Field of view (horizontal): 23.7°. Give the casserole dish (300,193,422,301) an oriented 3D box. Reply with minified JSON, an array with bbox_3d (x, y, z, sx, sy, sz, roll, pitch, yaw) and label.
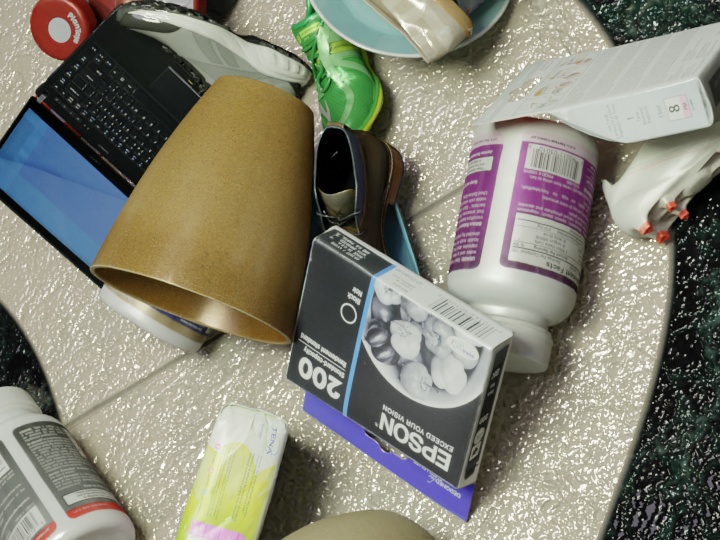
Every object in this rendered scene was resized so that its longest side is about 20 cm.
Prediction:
[{"bbox_3d":[0.000,0.000,1.574,0.120,0.039,0.201,-28,62,19],"label":"casserole dish"}]

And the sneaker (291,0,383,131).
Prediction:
[{"bbox_3d":[-0.030,-0.203,1.629,0.074,0.083,0.202,-30,55,40],"label":"sneaker"}]

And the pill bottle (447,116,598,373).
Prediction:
[{"bbox_3d":[0.134,-0.020,1.457,0.111,0.112,0.202,4,75,31],"label":"pill bottle"}]

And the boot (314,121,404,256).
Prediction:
[{"bbox_3d":[-0.019,-0.032,1.515,0.074,0.097,0.202,0,73,28],"label":"boot"}]

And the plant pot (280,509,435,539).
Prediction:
[{"bbox_3d":[0.003,0.275,1.406,0.199,0.202,0.135,7,41,32],"label":"plant pot"}]

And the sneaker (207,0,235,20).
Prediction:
[{"bbox_3d":[-0.160,-0.342,1.779,0.086,0.080,0.202,16,83,57],"label":"sneaker"}]

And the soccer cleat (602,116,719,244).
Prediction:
[{"bbox_3d":[0.284,-0.108,1.428,0.200,0.069,0.078,-42,54,15],"label":"soccer cleat"}]

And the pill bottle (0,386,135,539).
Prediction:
[{"bbox_3d":[-0.309,0.210,1.639,0.116,0.116,0.200,-47,56,8],"label":"pill bottle"}]

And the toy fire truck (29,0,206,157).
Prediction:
[{"bbox_3d":[-0.231,-0.207,1.723,0.166,0.112,0.202,8,112,17],"label":"toy fire truck"}]

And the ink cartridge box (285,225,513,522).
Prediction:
[{"bbox_3d":[0.025,0.094,1.450,0.197,0.043,0.202,31,127,29],"label":"ink cartridge box"}]

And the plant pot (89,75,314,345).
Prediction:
[{"bbox_3d":[-0.114,-0.060,1.502,0.185,0.186,0.202,14,78,33],"label":"plant pot"}]

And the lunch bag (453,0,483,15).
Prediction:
[{"bbox_3d":[0.079,-0.358,1.566,0.200,0.127,0.170,43,80,15],"label":"lunch bag"}]

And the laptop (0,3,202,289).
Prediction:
[{"bbox_3d":[-0.235,-0.117,1.658,0.200,0.177,0.103,-42,22,12],"label":"laptop"}]

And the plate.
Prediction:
[{"bbox_3d":[0.045,-0.274,1.611,0.198,0.026,0.202,0,59,0],"label":"plate"}]

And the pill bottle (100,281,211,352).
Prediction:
[{"bbox_3d":[-0.153,-0.033,1.633,0.111,0.111,0.201,30,90,34],"label":"pill bottle"}]

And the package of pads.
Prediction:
[{"bbox_3d":[-0.120,0.219,1.499,0.068,0.155,0.202,16,80,-2],"label":"package of pads"}]

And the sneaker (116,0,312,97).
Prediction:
[{"bbox_3d":[-0.144,-0.202,1.648,0.080,0.199,0.074,-64,22,8],"label":"sneaker"}]

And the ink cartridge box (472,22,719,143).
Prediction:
[{"bbox_3d":[0.214,-0.148,1.433,0.199,0.163,0.057,-14,108,30],"label":"ink cartridge box"}]

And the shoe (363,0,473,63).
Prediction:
[{"bbox_3d":[0.014,-0.263,1.547,0.200,0.070,0.053,42,89,16],"label":"shoe"}]
